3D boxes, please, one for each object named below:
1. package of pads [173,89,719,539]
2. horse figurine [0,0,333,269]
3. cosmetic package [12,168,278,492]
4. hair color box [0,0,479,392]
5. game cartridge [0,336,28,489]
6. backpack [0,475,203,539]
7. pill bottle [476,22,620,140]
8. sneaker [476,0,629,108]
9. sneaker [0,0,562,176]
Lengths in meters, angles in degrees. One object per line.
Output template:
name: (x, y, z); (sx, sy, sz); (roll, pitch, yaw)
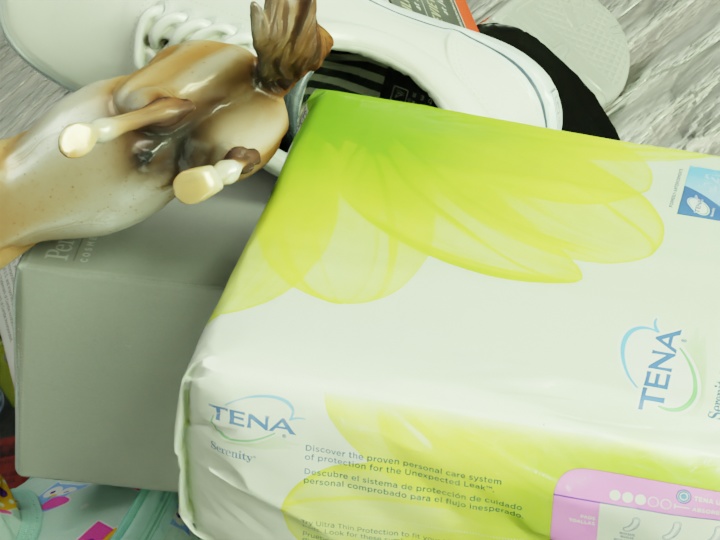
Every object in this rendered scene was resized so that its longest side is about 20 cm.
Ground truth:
package of pads: (0.060, 0.027, 0.810); (0.200, 0.068, 0.155); (10, 36, 10)
horse figurine: (-0.082, -0.032, 0.864); (0.200, 0.050, 0.133); (-23, 8, 21)
cosmetic package: (-0.007, 0.019, 0.950); (0.107, 0.200, 0.090); (-80, -3, -61)
hair color box: (-0.047, -0.039, 1.049); (0.200, 0.061, 0.102); (-40, 47, 24)
game cartridge: (-0.151, 0.036, 1.178); (0.200, 0.133, 0.041); (-12, 27, -24)
backpack: (-0.126, 0.140, 0.985); (0.200, 0.153, 0.176); (-37, 11, -13)
pill bottle: (0.000, 0.000, 1.110); (0.200, 0.112, 0.112); (-31, 20, 29)
sneaker: (0.020, -0.060, 1.229); (0.200, 0.077, 0.082); (-14, -14, -28)
sneaker: (-0.034, -0.070, 0.941); (0.071, 0.200, 0.073); (-26, -51, -66)
